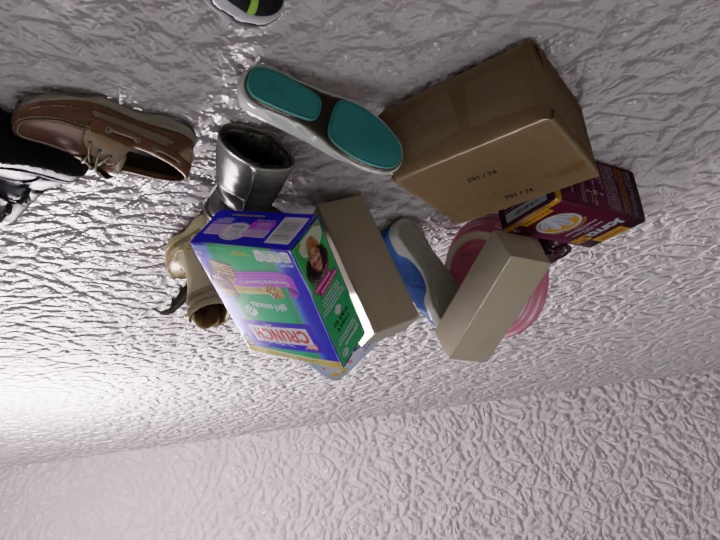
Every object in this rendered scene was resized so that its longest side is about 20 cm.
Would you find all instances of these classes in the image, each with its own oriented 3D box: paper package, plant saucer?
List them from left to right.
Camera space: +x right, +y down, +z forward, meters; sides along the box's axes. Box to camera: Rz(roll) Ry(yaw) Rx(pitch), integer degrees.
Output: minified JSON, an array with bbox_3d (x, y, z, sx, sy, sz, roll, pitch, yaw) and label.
[{"bbox_3d":[0.207,0.010,1.142,0.051,0.202,0.200,-8,165,-42],"label":"plant saucer"},{"bbox_3d":[0.157,-0.153,0.851,0.199,0.104,0.190,-20,156,29],"label":"paper package"}]

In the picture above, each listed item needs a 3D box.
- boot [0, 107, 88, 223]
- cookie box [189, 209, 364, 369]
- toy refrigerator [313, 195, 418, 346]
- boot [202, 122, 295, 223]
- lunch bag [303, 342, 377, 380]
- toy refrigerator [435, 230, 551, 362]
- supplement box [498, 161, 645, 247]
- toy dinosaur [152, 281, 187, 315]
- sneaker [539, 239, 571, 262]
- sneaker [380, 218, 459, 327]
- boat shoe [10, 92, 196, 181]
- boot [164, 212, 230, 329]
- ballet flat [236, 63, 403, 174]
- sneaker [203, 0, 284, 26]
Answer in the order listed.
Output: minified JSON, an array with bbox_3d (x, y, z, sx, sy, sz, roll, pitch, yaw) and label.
[{"bbox_3d":[-0.437,-0.115,0.799,0.167,0.077,0.200,-23,160,27],"label":"boot"},{"bbox_3d":[-0.104,0.024,0.929,0.170,0.075,0.201,5,134,34],"label":"cookie box"},{"bbox_3d":[0.000,0.000,1.025,0.075,0.201,0.070,-18,164,-26],"label":"toy refrigerator"},{"bbox_3d":[-0.118,-0.098,0.929,0.181,0.073,0.200,19,146,-15],"label":"boot"},{"bbox_3d":[-0.025,0.093,1.198,0.170,0.127,0.200,-43,166,0],"label":"lunch bag"},{"bbox_3d":[0.192,0.041,1.059,0.075,0.070,0.201,8,125,-25],"label":"toy refrigerator"},{"bbox_3d":[0.309,-0.103,1.050,0.199,0.086,0.110,7,155,-32],"label":"supplement box"},{"bbox_3d":[-0.267,0.028,1.213,0.199,0.077,0.102,-2,158,-48],"label":"toy dinosaur"},{"bbox_3d":[0.297,-0.046,1.231,0.115,0.076,0.199,-29,161,34],"label":"sneaker"},{"bbox_3d":[0.086,0.020,1.173,0.077,0.201,0.111,-34,-176,-37],"label":"sneaker"},{"bbox_3d":[-0.278,-0.142,0.786,0.199,0.072,0.076,5,156,-27],"label":"boat shoe"},{"bbox_3d":[-0.249,0.017,1.088,0.072,0.157,0.200,9,154,-35],"label":"boot"},{"bbox_3d":[-0.046,-0.163,0.787,0.199,0.070,0.069,24,148,-19],"label":"ballet flat"},{"bbox_3d":[-0.105,-0.261,0.536,0.082,0.072,0.200,-19,156,25],"label":"sneaker"}]
